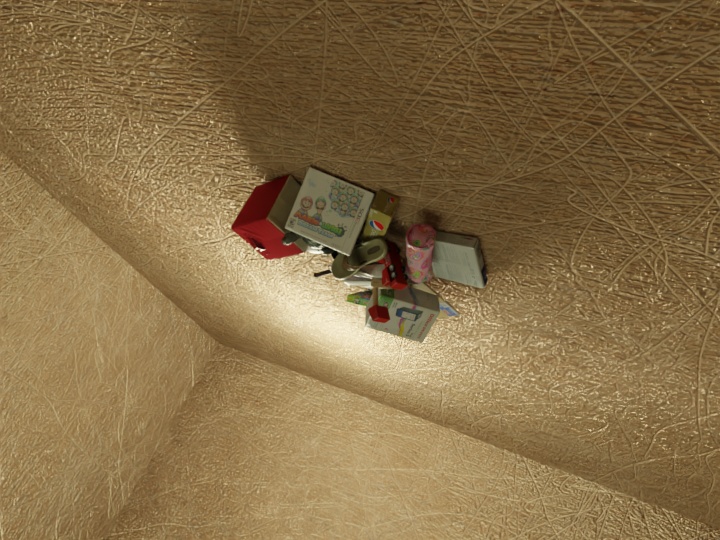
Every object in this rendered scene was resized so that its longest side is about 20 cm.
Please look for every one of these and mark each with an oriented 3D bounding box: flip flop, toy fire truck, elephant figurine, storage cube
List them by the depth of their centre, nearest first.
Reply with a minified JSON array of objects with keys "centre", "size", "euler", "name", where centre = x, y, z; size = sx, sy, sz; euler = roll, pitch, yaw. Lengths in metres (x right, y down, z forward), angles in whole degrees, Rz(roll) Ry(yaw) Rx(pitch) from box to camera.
[{"centre":[-0.010,-0.035,1.473],"size":[0.199,0.082,0.057],"euler":[-23,173,32],"name":"flip flop"},{"centre":[0.070,0.033,1.484],"size":[0.048,0.201,0.141],"euler":[13,140,-36],"name":"toy fire truck"},{"centre":[-0.105,-0.111,1.498],"size":[0.154,0.201,0.142],"euler":[13,152,27],"name":"elephant figurine"},{"centre":[-0.247,-0.155,1.567],"size":[0.179,0.201,0.171],"euler":[-9,138,43],"name":"storage cube"}]

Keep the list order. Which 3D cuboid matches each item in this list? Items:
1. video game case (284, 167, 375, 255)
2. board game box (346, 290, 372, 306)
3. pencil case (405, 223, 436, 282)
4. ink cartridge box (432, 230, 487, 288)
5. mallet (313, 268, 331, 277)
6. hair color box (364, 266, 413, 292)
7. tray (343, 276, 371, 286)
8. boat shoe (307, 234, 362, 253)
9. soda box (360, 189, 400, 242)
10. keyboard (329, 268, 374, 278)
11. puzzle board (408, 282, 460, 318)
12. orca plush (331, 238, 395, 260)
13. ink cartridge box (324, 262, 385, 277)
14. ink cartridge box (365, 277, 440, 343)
[{"centre":[-0.085,-0.162,1.414],"size":[0.199,0.183,0.024],"euler":[23,-178,7],"name":"video game case"},{"centre":[0.068,0.114,1.886],"size":[0.199,0.029,0.134],"euler":[12,-170,28],"name":"board game box"},{"centre":[0.165,-0.043,1.413],"size":[0.087,0.088,0.200],"euler":[19,153,16],"name":"pencil case"},{"centre":[0.254,-0.037,1.482],"size":[0.199,0.043,0.197],"euler":[15,153,31],"name":"ink cartridge box"},{"centre":[-0.082,-0.006,1.740],"size":[0.066,0.199,0.042],"euler":[19,115,50],"name":"mallet"},{"centre":[0.112,0.046,1.762],"size":[0.099,0.061,0.199],"euler":[39,153,-27],"name":"hair color box"},{"centre":[-0.008,0.026,1.723],"size":[0.106,0.022,0.200],"euler":[1,-170,-4],"name":"tray"},{"centre":[-0.075,-0.085,1.598],"size":[0.198,0.074,0.067],"euler":[-7,163,-2],"name":"boat shoe"},{"centre":[0.053,-0.138,1.449],"size":[0.064,0.068,0.200],"euler":[24,156,3],"name":"soda box"},{"centre":[-0.030,0.008,1.602],"size":[0.056,0.011,0.200],"euler":[8,-179,-29],"name":"keyboard"},{"centre":[0.212,0.098,1.684],"size":[0.200,0.017,0.150],"euler":[38,148,-28],"name":"puzzle board"},{"centre":[0.013,-0.037,1.570],"size":[0.198,0.071,0.106],"euler":[7,136,-15],"name":"orca plush"},{"centre":[0.000,0.000,1.632],"size":[0.198,0.051,0.161],"euler":[-5,-177,-15],"name":"ink cartridge box"},{"centre":[0.129,0.126,1.607],"size":[0.199,0.088,0.146],"euler":[17,127,-11],"name":"ink cartridge box"}]
